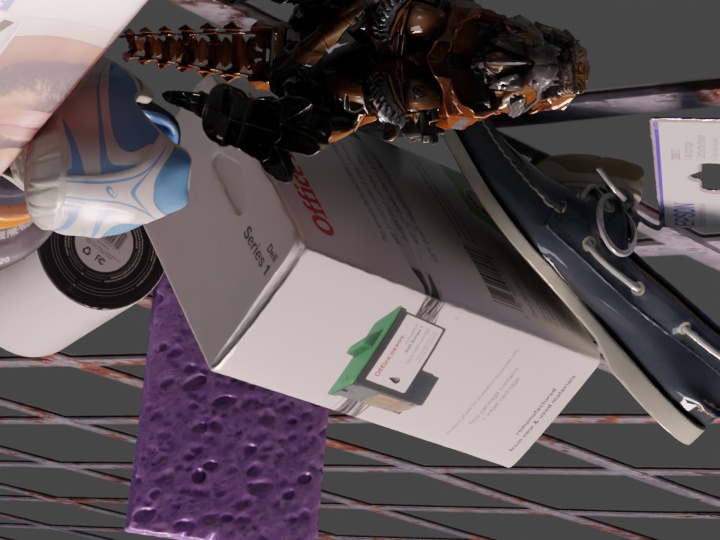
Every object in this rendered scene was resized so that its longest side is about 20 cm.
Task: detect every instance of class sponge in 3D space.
[{"bbox_3d":[-0.072,0.064,1.466,0.111,0.201,0.030,9,166,-12],"label":"sponge"}]

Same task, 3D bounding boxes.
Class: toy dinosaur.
[{"bbox_3d":[-0.011,-0.083,1.038,0.199,0.103,0.136,-18,172,27],"label":"toy dinosaur"}]

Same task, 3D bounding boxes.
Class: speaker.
[{"bbox_3d":[-0.180,0.000,1.514,0.081,0.082,0.200,11,166,-18],"label":"speaker"}]

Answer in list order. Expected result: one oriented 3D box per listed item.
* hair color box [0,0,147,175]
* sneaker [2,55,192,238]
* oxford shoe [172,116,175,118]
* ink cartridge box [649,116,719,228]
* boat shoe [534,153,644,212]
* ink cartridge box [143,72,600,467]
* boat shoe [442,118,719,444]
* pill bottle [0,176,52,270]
[{"bbox_3d":[-0.168,-0.096,0.961,0.111,0.064,0.200,13,145,-29],"label":"hair color box"},{"bbox_3d":[-0.120,-0.064,1.073,0.072,0.072,0.200,7,-160,-19],"label":"sneaker"},{"bbox_3d":[-0.060,-0.044,1.330,0.074,0.071,0.200,-22,160,11],"label":"oxford shoe"},{"bbox_3d":[0.233,-0.052,1.131,0.199,0.044,0.198,4,168,8],"label":"ink cartridge box"},{"bbox_3d":[0.103,-0.008,1.345,0.073,0.070,0.200,8,168,-3],"label":"boat shoe"},{"bbox_3d":[0.000,0.000,1.223,0.200,0.146,0.084,20,117,-37],"label":"ink cartridge box"},{"bbox_3d":[0.118,-0.007,1.211,0.062,0.200,0.075,-40,178,11],"label":"boat shoe"},{"bbox_3d":[-0.213,-0.044,1.275,0.106,0.107,0.200,13,166,-25],"label":"pill bottle"}]
